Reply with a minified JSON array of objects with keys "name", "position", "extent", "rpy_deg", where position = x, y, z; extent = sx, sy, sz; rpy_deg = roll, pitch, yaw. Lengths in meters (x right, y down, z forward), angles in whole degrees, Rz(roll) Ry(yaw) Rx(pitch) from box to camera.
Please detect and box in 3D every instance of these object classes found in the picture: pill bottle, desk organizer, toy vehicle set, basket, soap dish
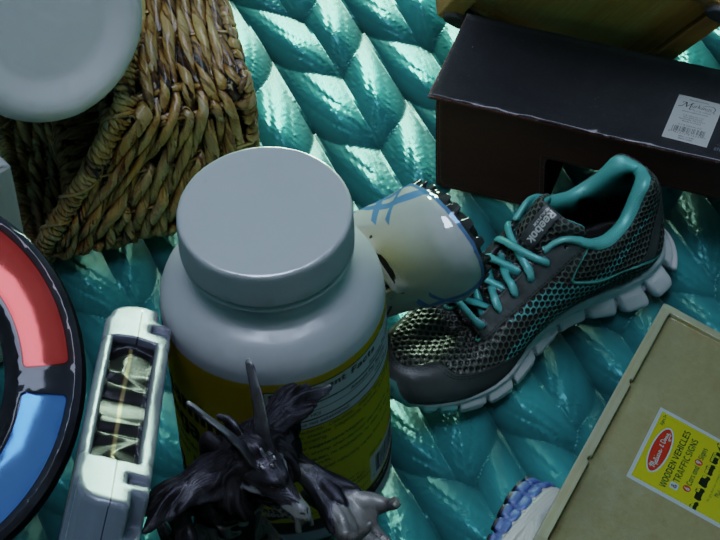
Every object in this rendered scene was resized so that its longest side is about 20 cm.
[{"name":"pill bottle","position":[-0.042,0.038,1.189],"extent":[0.111,0.201,0.113],"rpy_deg":[-1,48,2]},{"name":"desk organizer","position":[0.144,-0.076,1.360],"extent":[0.198,0.077,0.072],"rpy_deg":[14,51,14]},{"name":"toy vehicle set","position":[0.170,0.110,1.187],"extent":[0.124,0.027,0.200],"rpy_deg":[29,43,7]},{"name":"pill bottle","position":[-0.207,-0.150,1.309],"extent":[0.114,0.115,0.200],"rpy_deg":[-29,22,-21]},{"name":"basket","position":[-0.148,-0.123,1.372],"extent":[0.148,0.143,0.201],"rpy_deg":[-11,49,-8]},{"name":"soap dish","position":[0.136,-0.178,1.355],"extent":[0.156,0.200,0.082],"rpy_deg":[23,72,-11]}]

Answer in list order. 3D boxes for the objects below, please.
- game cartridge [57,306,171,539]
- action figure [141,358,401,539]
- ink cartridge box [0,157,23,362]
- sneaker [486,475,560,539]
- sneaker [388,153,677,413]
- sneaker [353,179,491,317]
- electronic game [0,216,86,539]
[{"name":"game cartridge","position":[-0.119,0.115,1.078],"extent":[0.040,0.134,0.200],"rpy_deg":[9,21,-5]},{"name":"action figure","position":[-0.037,0.132,1.107],"extent":[0.102,0.201,0.119],"rpy_deg":[33,57,25]},{"name":"ink cartridge box","position":[-0.268,-0.046,1.309],"extent":[0.084,0.145,0.200],"rpy_deg":[-32,55,-22]},{"name":"sneaker","position":[0.082,0.188,1.138],"extent":[0.085,0.077,0.201],"rpy_deg":[19,53,13]},{"name":"sneaker","position":[0.087,0.000,1.288],"extent":[0.199,0.092,0.078],"rpy_deg":[-32,54,-23]},{"name":"sneaker","position":[0.000,0.000,1.255],"extent":[0.072,0.072,0.200],"rpy_deg":[-39,14,-27]},{"name":"electronic game","position":[-0.230,0.056,1.149],"extent":[0.198,0.042,0.202],"rpy_deg":[-2,73,6]}]
